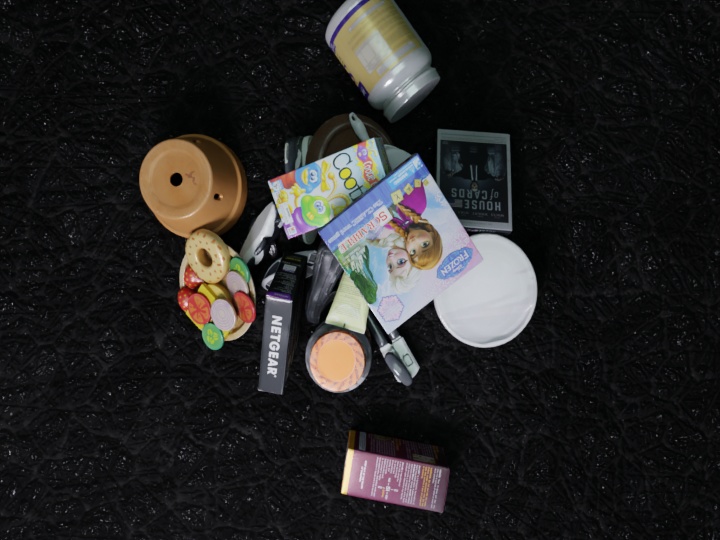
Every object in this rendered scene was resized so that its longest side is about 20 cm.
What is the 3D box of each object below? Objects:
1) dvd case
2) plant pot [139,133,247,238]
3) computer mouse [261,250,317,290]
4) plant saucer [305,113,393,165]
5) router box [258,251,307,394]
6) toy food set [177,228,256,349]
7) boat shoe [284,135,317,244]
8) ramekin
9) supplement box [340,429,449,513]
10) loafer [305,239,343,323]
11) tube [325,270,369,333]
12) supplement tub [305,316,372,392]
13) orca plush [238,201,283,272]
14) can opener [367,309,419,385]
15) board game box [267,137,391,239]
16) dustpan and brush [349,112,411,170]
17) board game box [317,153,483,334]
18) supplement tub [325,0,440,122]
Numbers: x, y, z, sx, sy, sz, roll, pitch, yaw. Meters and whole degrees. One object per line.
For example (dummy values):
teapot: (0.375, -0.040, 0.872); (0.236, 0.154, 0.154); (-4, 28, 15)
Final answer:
dvd case: (0.213, -0.171, 1.024); (0.144, 0.025, 0.207); (4, 70, 0)
plant pot: (-0.324, -0.163, 1.012); (0.192, 0.140, 0.208); (0, 91, 2)
computer mouse: (-0.108, -0.021, 1.041); (0.195, 0.110, 0.045); (-25, 65, 9)
plant saucer: (-0.008, -0.195, 1.022); (0.193, 0.034, 0.209); (-2, 94, -22)
router box: (-0.139, 0.093, 0.974); (0.049, 0.151, 0.206); (10, 119, 0)
toy food set: (-0.276, 0.040, 1.025); (0.198, 0.048, 0.202); (44, 118, 11)
boat shoe: (-0.116, -0.155, 1.045); (0.058, 0.075, 0.208); (1, 89, 20)
ramekin: (0.230, 0.036, 1.029); (0.194, 0.094, 0.211); (0, 91, 1)
supplement box: (0.065, 0.382, 1.034); (0.193, 0.110, 0.089); (10, 92, 1)
loafer: (-0.060, 0.030, 1.005); (0.068, 0.069, 0.204); (17, 132, 1)
tube: (0.000, 0.000, 0.920); (0.051, 0.058, 0.207); (22, 76, -24)
supplement tub: (-0.037, 0.148, 0.985); (0.118, 0.200, 0.128); (0, 92, 1)
orca plush: (-0.190, -0.031, 1.049); (0.070, 0.105, 0.205); (25, 90, -31)
can opener: (0.051, 0.127, 1.048); (0.052, 0.067, 0.204); (-29, 91, 1)
board game box: (-0.043, -0.143, 0.930); (0.194, 0.103, 0.108); (-19, 99, 13)
dustpan and brush: (0.039, -0.203, 1.001); (0.138, 0.057, 0.203); (-38, 113, -17)
board game box: (0.064, -0.041, 0.859); (0.198, 0.041, 0.202); (-37, 101, 2)
supplement tub: (0.043, -0.397, 0.996); (0.144, 0.145, 0.202); (-36, 90, 2)
